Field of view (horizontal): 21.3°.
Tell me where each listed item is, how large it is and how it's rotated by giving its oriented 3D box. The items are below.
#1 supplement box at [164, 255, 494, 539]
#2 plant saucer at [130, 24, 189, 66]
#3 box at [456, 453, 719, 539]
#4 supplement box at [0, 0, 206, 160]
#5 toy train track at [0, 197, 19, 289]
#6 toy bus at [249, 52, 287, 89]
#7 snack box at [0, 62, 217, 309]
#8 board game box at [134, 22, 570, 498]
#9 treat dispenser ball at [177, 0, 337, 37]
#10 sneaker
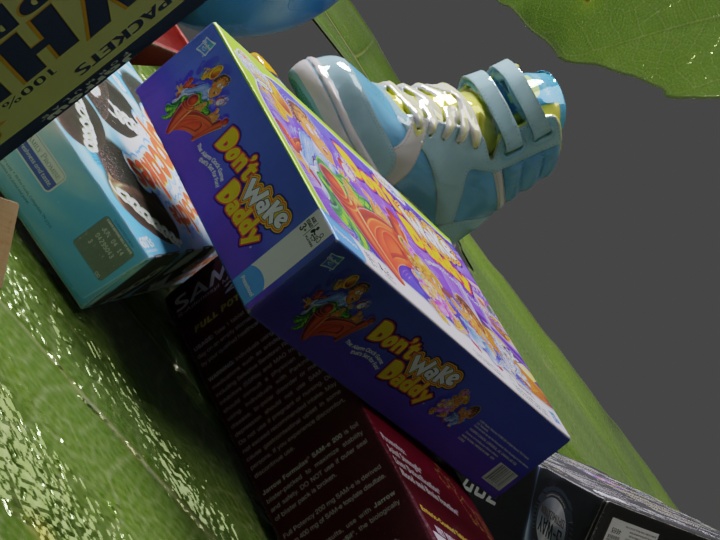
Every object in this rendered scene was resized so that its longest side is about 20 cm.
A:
[{"bbox_3d":[-0.001,0.086,0.806,0.109,0.061,0.201,43,12,-52],"label":"supplement box"},{"bbox_3d":[-0.177,-0.190,1.011,0.201,0.037,0.200,54,8,5],"label":"plant saucer"},{"bbox_3d":[0.110,0.124,0.964,0.160,0.044,0.199,24,0,43],"label":"box"},{"bbox_3d":[-0.162,-0.145,0.566,0.201,0.134,0.200,55,8,7],"label":"supplement box"},{"bbox_3d":[-0.156,-0.029,0.422,0.032,0.116,0.199,6,-9,33],"label":"toy train track"},{"bbox_3d":[-0.027,-0.025,1.087,0.201,0.065,0.078,58,9,23],"label":"toy bus"},{"bbox_3d":[-0.110,-0.047,0.807,0.117,0.037,0.200,55,8,2],"label":"snack box"},{"bbox_3d":[0.000,0.000,0.801,0.200,0.045,0.135,40,16,-49],"label":"board game box"},{"bbox_3d":[-0.079,-0.253,1.243,0.201,0.200,0.201,52,8,-11],"label":"treat dispenser ball"},{"bbox_3d":[0.045,-0.091,1.086,0.080,0.130,0.200,59,7,29],"label":"sneaker"}]
